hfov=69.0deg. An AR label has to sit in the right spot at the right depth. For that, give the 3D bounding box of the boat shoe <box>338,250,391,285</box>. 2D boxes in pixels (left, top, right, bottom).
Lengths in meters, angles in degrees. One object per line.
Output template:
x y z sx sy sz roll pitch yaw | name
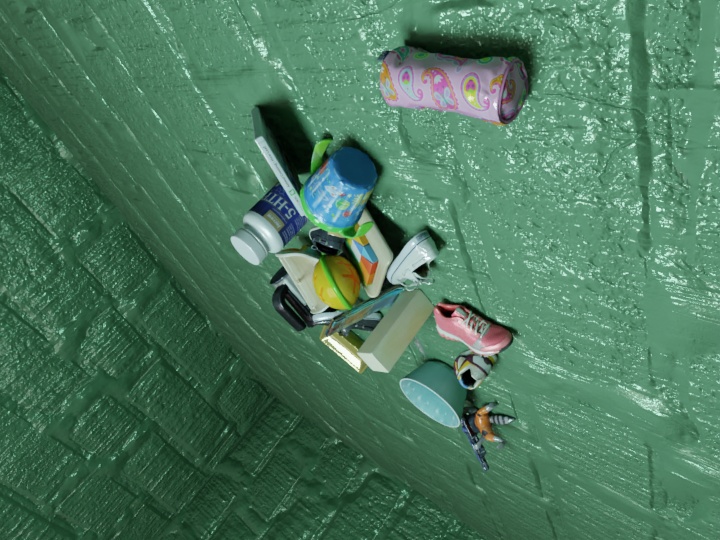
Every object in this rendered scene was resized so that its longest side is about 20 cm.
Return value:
0.001 0.002 1.295 0.197 0.066 0.075 20 149 40 | boat shoe

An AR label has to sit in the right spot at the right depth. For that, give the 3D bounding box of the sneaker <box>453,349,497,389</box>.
0.261 0.250 1.286 0.075 0.090 0.201 36 155 10 | sneaker

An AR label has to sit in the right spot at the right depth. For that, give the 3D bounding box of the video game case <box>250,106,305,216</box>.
-0.170 -0.230 1.093 0.183 0.022 0.201 60 -175 -34 | video game case

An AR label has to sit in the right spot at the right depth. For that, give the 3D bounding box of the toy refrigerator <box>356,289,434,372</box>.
0.086 0.142 1.236 0.070 0.201 0.076 48 154 -16 | toy refrigerator

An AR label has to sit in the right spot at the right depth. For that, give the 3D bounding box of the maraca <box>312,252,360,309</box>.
-0.057 0.019 1.227 0.139 0.106 0.200 62 -177 -20 | maraca

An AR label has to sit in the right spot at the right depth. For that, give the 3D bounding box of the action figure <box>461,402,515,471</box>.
0.354 0.455 1.479 0.203 0.103 0.193 66 161 5 | action figure

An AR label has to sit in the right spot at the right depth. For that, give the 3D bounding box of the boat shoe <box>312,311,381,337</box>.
-0.036 0.153 1.470 0.196 0.068 0.070 2 167 -16 | boat shoe

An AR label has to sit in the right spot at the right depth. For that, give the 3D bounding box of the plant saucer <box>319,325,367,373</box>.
-0.044 0.256 1.807 0.199 0.049 0.200 39 155 6 | plant saucer

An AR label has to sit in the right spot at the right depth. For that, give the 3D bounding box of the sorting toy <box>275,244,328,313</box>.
-0.111 0.016 1.395 0.179 0.106 0.202 10 134 61 | sorting toy

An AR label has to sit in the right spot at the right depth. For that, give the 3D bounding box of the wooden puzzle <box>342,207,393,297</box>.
0.000 -0.051 1.167 0.187 0.037 0.201 61 160 19 | wooden puzzle

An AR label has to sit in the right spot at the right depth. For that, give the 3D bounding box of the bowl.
0.218 0.331 1.468 0.199 0.105 0.202 34 155 18 | bowl

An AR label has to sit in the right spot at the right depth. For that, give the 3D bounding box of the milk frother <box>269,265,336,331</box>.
-0.147 0.062 1.571 0.199 0.181 0.189 -33 111 20 | milk frother

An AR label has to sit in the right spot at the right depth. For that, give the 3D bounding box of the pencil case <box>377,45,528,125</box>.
0.117 -0.248 0.692 0.198 0.088 0.088 24 151 36 | pencil case

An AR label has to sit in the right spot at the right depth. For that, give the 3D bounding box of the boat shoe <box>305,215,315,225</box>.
-0.098 -0.145 1.198 0.074 0.069 0.201 33 155 18 | boat shoe

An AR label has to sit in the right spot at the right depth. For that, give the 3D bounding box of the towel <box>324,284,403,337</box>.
0.009 0.101 1.296 0.022 0.198 0.147 59 160 14 | towel

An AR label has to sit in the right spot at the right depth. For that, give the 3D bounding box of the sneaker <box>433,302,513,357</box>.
0.234 0.122 1.137 0.198 0.074 0.087 15 144 46 | sneaker

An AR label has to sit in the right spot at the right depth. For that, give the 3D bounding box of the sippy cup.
-0.034 -0.163 1.014 0.177 0.141 0.130 35 146 -8 | sippy cup

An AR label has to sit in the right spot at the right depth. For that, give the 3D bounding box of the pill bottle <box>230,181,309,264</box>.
-0.210 -0.115 1.256 0.119 0.201 0.120 32 155 17 | pill bottle

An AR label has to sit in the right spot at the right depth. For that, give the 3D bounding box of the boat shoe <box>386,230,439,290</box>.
0.119 -0.001 1.100 0.087 0.074 0.202 54 152 13 | boat shoe

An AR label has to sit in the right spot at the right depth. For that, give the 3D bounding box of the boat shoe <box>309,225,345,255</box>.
-0.078 -0.068 1.200 0.073 0.063 0.200 11 174 -16 | boat shoe
